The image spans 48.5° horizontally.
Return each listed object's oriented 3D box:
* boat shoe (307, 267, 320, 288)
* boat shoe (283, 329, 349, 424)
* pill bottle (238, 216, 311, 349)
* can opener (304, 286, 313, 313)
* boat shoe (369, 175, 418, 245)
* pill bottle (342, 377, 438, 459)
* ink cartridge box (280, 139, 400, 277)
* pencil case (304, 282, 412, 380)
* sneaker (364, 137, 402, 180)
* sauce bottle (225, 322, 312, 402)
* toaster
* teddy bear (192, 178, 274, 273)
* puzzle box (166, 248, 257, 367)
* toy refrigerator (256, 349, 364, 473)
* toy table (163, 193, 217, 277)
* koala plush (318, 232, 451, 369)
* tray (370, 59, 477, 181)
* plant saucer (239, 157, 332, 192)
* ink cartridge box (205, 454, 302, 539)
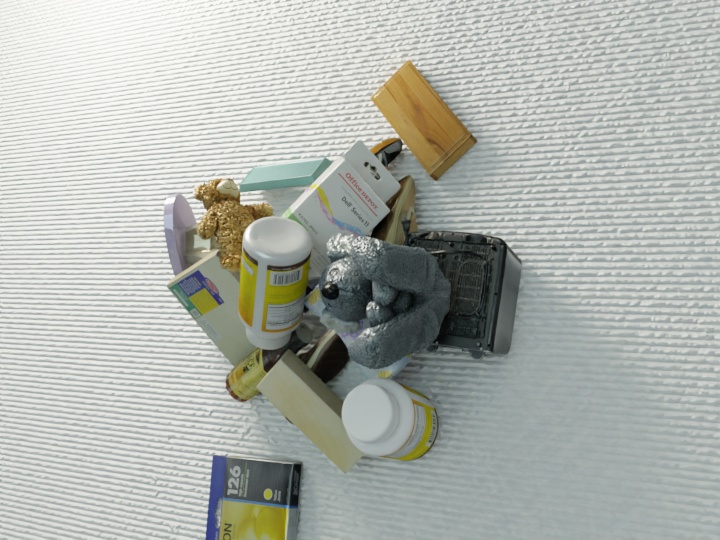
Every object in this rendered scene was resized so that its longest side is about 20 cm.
[{"bbox_3d":[0.000,0.000,1.376,0.194,0.072,0.064,-2,60,14],"label":"boat shoe"},{"bbox_3d":[-0.083,0.160,1.376,0.075,0.074,0.204,37,92,42],"label":"boat shoe"},{"bbox_3d":[-0.138,0.025,1.262,0.109,0.108,0.204,38,135,30],"label":"pill bottle"},{"bbox_3d":[-0.161,0.072,1.449,0.198,0.063,0.080,-33,91,28],"label":"can opener"},{"bbox_3d":[0.061,-0.074,1.341,0.071,0.064,0.203,-28,32,47],"label":"boat shoe"},{"bbox_3d":[0.044,0.225,1.204,0.106,0.200,0.112,-6,72,20],"label":"pill bottle"},{"bbox_3d":[-0.032,-0.102,1.304,0.200,0.067,0.117,-45,103,4],"label":"ink cartridge box"},{"bbox_3d":[-0.002,0.093,1.300,0.090,0.083,0.201,-40,90,-30],"label":"pencil case"},{"bbox_3d":[0.006,-0.157,1.389,0.199,0.078,0.078,-43,96,-17],"label":"sneaker"},{"bbox_3d":[-0.159,0.157,1.395,0.199,0.065,0.067,-41,62,29],"label":"sauce bottle"},{"bbox_3d":[0.149,0.030,1.255,0.177,0.118,0.206,5,80,28],"label":"toaster"},{"bbox_3d":[-0.211,-0.081,1.347,0.141,0.067,0.204,0,55,-13],"label":"teddy bear"},{"bbox_3d":[-0.234,0.068,1.410,0.131,0.026,0.202,-26,112,28],"label":"puzzle box"},{"bbox_3d":[-0.073,0.230,1.300,0.200,0.076,0.070,45,100,-2],"label":"toy refrigerator"},{"bbox_3d":[-0.279,-0.045,1.470,0.114,0.203,0.186,-4,41,8],"label":"toy table"},{"bbox_3d":[0.013,0.035,1.182,0.197,0.181,0.183,7,99,45],"label":"koala plush"},{"bbox_3d":[0.107,-0.265,1.398,0.098,0.037,0.202,-41,63,13],"label":"tray"},{"bbox_3d":[-0.144,-0.178,1.482,0.196,0.019,0.070,0,42,37],"label":"plant saucer"},{"bbox_3d":[-0.198,0.429,1.387,0.195,0.047,0.204,-2,78,25],"label":"ink cartridge box"}]
